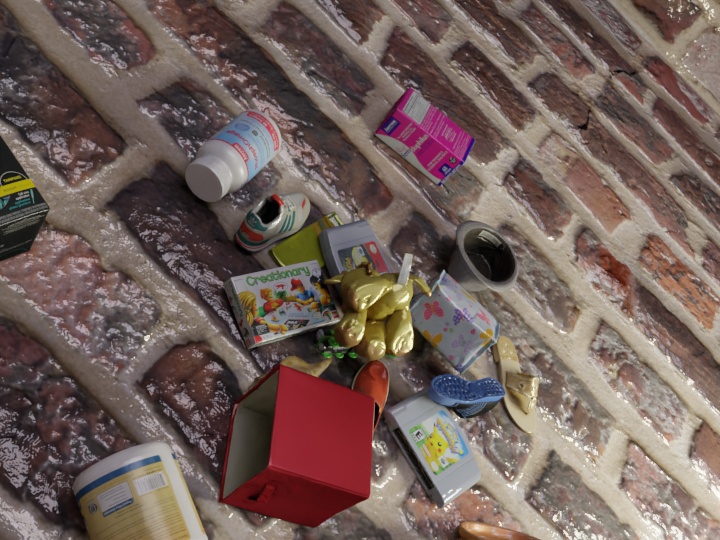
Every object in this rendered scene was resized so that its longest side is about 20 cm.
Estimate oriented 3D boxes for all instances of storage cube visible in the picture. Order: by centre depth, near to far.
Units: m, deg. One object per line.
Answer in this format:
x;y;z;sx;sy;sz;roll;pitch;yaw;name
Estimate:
-0.098;0.283;1.386;0.179;0.171;0.201;22;49;-25;storage cube

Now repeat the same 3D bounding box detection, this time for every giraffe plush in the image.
0.013;0.050;1.609;0.172;0.162;0.201;31;84;-31;giraffe plush

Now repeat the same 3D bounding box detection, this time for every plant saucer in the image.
0.264;0.485;1.524;0.199;0.200;0.038;18;85;-26;plant saucer

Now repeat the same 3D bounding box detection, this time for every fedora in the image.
0.252;-0.015;1.908;0.177;0.090;0.200;54;39;4;fedora

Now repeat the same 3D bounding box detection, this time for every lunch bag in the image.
0.185;0.098;1.754;0.170;0.127;0.200;44;17;0;lunch bag

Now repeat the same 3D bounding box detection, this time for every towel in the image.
-0.090;-0.047;1.728;0.086;0.018;0.200;51;45;5;towel

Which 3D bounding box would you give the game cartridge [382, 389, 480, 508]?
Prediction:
0.138;0.323;1.631;0.133;0.040;0.200;-20;74;-47;game cartridge

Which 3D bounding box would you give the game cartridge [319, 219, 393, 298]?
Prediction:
0.000;0.000;1.739;0.133;0.041;0.201;-18;78;-39;game cartridge

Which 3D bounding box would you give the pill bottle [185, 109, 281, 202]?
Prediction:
-0.242;-0.215;1.665;0.109;0.109;0.200;42;45;-5;pill bottle

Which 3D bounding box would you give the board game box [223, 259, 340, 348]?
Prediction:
-0.140;0.058;1.598;0.199;0.035;0.127;-13;75;-41;board game box

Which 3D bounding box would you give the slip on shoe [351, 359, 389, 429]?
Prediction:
0.014;0.238;1.579;0.074;0.061;0.200;34;45;-10;slip on shoe

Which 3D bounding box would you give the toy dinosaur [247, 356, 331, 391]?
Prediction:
-0.096;0.192;1.531;0.199;0.058;0.101;-14;69;-42;toy dinosaur

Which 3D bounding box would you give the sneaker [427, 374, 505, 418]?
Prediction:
0.192;0.248;1.675;0.199;0.078;0.070;9;37;-41;sneaker

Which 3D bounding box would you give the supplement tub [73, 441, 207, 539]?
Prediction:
-0.296;0.354;1.208;0.144;0.145;0.201;-11;68;-41;supplement tub

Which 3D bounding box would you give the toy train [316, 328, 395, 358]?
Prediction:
-0.001;0.133;1.645;0.199;0.042;0.057;6;44;-39;toy train

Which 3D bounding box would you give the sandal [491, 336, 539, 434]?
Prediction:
0.334;0.225;1.818;0.077;0.070;0.213;4;59;-34;sandal

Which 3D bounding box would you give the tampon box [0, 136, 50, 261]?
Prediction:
-0.596;-0.117;1.320;0.150;0.126;0.200;-31;81;-45;tampon box

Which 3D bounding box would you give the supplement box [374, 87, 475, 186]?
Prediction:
0.148;-0.307;2.024;0.200;0.101;0.104;37;46;-9;supplement box

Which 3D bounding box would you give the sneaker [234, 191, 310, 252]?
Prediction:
-0.151;-0.111;1.665;0.070;0.093;0.200;44;45;10;sneaker
